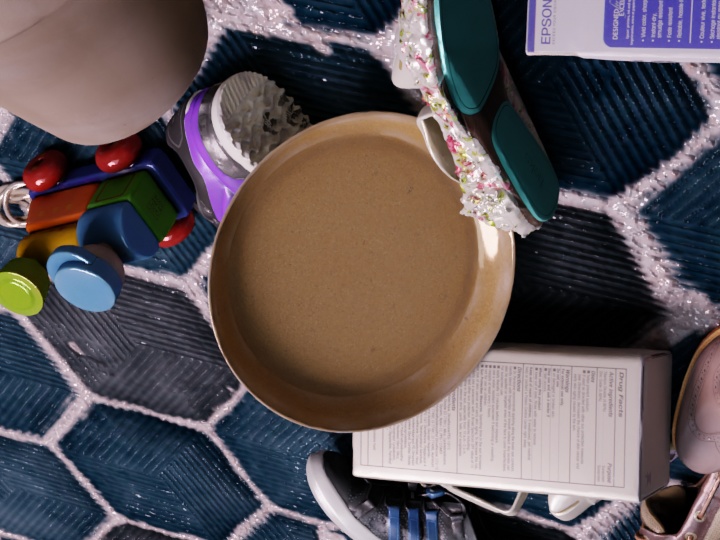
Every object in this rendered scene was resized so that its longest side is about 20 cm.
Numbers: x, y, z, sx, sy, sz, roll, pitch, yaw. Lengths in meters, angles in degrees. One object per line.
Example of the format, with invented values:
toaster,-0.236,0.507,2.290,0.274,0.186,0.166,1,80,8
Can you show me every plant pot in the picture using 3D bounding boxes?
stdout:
plant pot,0.000,0.000,0.987,0.200,0.200,0.027,48,177,-24
plant pot,-0.172,-0.165,0.887,0.198,0.202,0.174,-1,149,27

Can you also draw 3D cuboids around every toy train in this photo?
toy train,-0.216,-0.016,1.098,0.198,0.116,0.085,-10,128,34

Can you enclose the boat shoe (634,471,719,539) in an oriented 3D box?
boat shoe,0.226,0.178,1.117,0.072,0.072,0.201,34,135,3

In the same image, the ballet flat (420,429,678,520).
ballet flat,0.126,0.138,1.119,0.198,0.072,0.072,2,134,26

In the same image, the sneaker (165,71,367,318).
sneaker,-0.052,-0.039,1.036,0.099,0.070,0.201,-11,125,44

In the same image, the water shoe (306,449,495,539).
water shoe,0.050,0.186,1.226,0.199,0.072,0.079,38,110,-12

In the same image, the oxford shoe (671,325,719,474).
oxford shoe,0.239,0.067,0.976,0.071,0.073,0.201,30,134,6

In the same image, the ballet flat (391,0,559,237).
ballet flat,0.054,-0.098,0.913,0.063,0.076,0.201,2,132,35

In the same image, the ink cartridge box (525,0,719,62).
ink cartridge box,0.181,-0.151,0.781,0.198,0.039,0.101,5,96,22

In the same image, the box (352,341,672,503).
box,0.099,0.094,1.054,0.198,0.078,0.096,3,92,25
